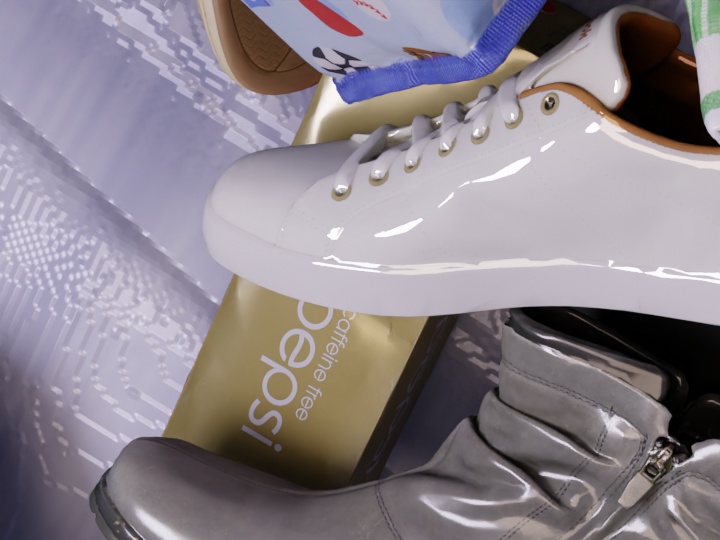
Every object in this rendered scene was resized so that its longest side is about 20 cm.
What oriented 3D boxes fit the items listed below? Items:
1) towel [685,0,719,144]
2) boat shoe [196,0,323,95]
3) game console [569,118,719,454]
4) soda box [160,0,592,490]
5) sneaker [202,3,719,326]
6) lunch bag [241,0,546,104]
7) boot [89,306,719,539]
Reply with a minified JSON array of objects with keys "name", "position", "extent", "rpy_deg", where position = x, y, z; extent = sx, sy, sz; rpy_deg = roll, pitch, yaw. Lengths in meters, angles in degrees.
[{"name":"towel","position":[0.157,-0.112,0.716],"extent":[0.152,0.023,0.201],"rpy_deg":[8,69,-10]},{"name":"boat shoe","position":[-0.034,-0.156,0.842],"extent":[0.064,0.071,0.201],"rpy_deg":[14,109,56]},{"name":"game console","position":[0.149,0.032,0.774],"extent":[0.176,0.031,0.201],"rpy_deg":[-19,92,35]},{"name":"soda box","position":[0.000,0.000,0.866],"extent":[0.064,0.068,0.201],"rpy_deg":[28,112,9]},{"name":"sneaker","position":[0.047,-0.036,0.754],"extent":[0.199,0.073,0.085],"rpy_deg":[2,118,21]},{"name":"lunch bag","position":[0.012,-0.174,0.748],"extent":[0.170,0.124,0.200],"rpy_deg":[41,74,-19]},{"name":"boot","position":[0.029,0.061,0.800],"extent":[0.199,0.068,0.131],"rpy_deg":[25,113,8]}]
